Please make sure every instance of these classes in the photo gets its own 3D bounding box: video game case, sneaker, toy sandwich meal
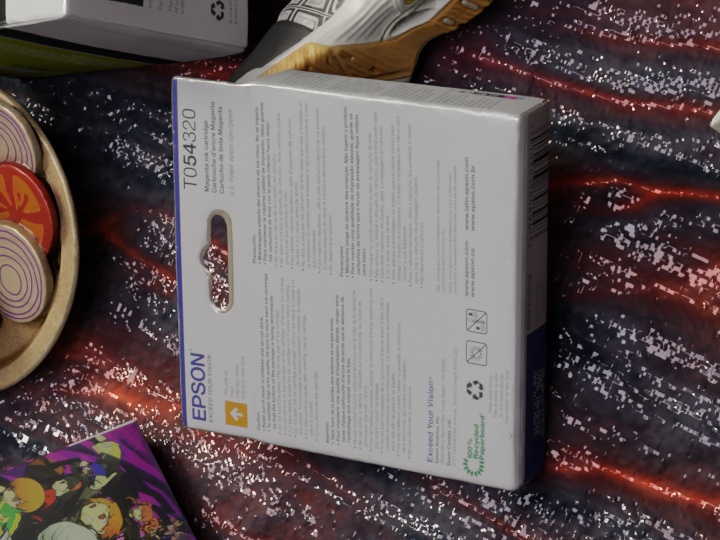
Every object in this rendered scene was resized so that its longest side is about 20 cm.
[{"bbox_3d":[-0.156,0.197,1.429,0.201,0.181,0.036,61,153,18],"label":"video game case"},{"bbox_3d":[-0.003,-0.140,1.439,0.200,0.076,0.088,-38,50,19],"label":"sneaker"},{"bbox_3d":[-0.246,-0.015,1.521,0.204,0.070,0.206,6,101,31],"label":"toy sandwich meal"}]

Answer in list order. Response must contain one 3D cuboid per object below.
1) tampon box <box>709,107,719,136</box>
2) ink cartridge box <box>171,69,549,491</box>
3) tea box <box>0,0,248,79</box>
[{"bbox_3d":[0.292,-0.056,1.240,0.200,0.126,0.150,43,104,24],"label":"tampon box"},{"bbox_3d":[0.000,0.000,1.397,0.199,0.043,0.197,10,111,27],"label":"ink cartridge box"},{"bbox_3d":[-0.168,-0.214,1.459,0.196,0.133,0.201,-1,85,42],"label":"tea box"}]
